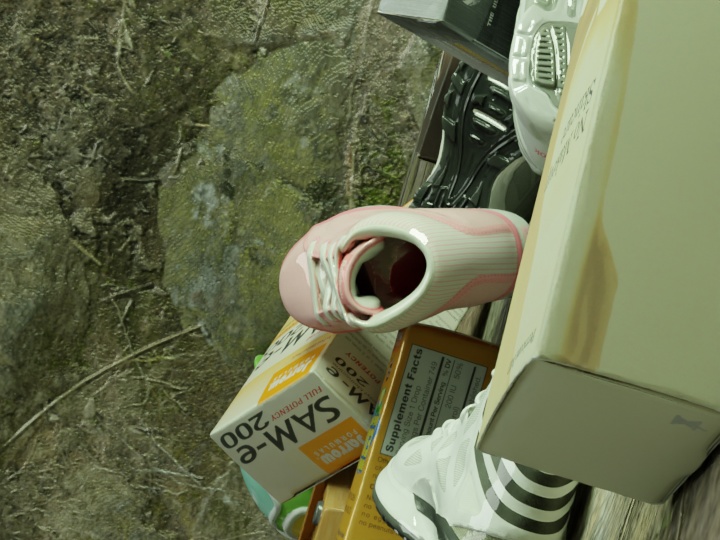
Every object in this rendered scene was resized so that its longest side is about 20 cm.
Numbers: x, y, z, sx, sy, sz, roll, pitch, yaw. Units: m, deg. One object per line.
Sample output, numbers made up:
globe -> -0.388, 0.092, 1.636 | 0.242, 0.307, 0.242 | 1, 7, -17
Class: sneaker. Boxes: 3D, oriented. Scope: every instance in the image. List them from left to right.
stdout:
sneaker -> 0.000, 0.000, 1.534 | 0.199, 0.104, 0.076 | -8, 91, 44
sneaker -> 0.088, -0.077, 1.572 | 0.079, 0.074, 0.201 | -22, -37, -55
sneaker -> 0.067, 0.081, 1.142 | 0.116, 0.075, 0.201 | -65, 11, 7
sneaker -> 0.111, -0.137, 1.371 | 0.100, 0.077, 0.201 | 101, -175, -60

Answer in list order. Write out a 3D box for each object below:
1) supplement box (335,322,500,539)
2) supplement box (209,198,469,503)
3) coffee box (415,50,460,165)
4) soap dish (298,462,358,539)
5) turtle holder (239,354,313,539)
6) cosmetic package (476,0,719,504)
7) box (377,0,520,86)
supplement box -> 0.028, 0.134, 1.583 | 0.067, 0.068, 0.201 | 158, 131, -84
supplement box -> -0.002, 0.048, 1.718 | 0.126, 0.074, 0.200 | -34, 17, 45
coffee box -> 0.104, -0.170, 1.672 | 0.113, 0.079, 0.201 | -78, 5, -52
soap dish -> -0.003, 0.192, 1.737 | 0.200, 0.081, 0.158 | -83, 10, -70
turtle holder -> -0.019, 0.153, 2.008 | 0.141, 0.185, 0.132 | -30, -31, -43
cosmetic package -> 0.102, -0.034, 0.869 | 0.105, 0.071, 0.201 | 112, 174, -66
box -> 0.097, -0.209, 1.422 | 0.158, 0.048, 0.201 | 24, -100, -52
